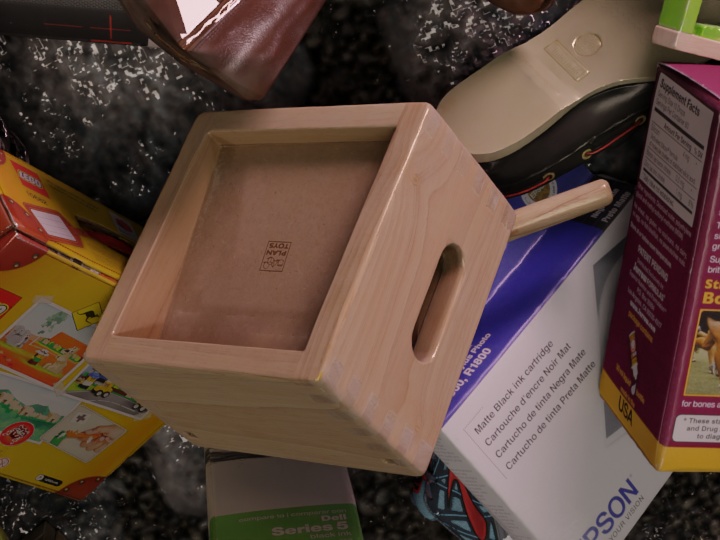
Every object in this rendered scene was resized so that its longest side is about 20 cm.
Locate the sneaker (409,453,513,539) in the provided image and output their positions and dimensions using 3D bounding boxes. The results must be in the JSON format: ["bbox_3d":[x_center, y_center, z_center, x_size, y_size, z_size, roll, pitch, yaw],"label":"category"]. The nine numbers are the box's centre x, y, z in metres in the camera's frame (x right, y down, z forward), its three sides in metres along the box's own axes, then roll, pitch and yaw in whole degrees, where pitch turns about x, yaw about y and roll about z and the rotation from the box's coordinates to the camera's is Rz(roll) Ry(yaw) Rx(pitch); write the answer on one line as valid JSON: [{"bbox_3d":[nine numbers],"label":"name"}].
[{"bbox_3d":[0.063,0.119,0.948,0.095,0.079,0.200,-22,99,28],"label":"sneaker"}]

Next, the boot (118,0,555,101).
[{"bbox_3d":[-0.010,-0.142,0.784,0.186,0.064,0.200,39,59,-7],"label":"boot"}]

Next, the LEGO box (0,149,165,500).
[{"bbox_3d":[-0.182,0.034,0.844,0.149,0.077,0.200,-42,144,12],"label":"LEGO box"}]

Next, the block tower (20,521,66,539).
[{"bbox_3d":[-0.167,0.251,0.998,0.058,0.054,0.200,-37,111,10],"label":"block tower"}]

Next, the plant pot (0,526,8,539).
[{"bbox_3d":[-0.289,0.218,0.874,0.200,0.200,0.184,26,123,-14],"label":"plant pot"}]

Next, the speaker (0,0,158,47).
[{"bbox_3d":[-0.171,-0.164,0.815,0.200,0.081,0.081,4,112,-7],"label":"speaker"}]

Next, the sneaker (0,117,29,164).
[{"bbox_3d":[-0.216,-0.072,0.828,0.079,0.074,0.200,-1,148,-17],"label":"sneaker"}]

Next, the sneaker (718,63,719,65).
[{"bbox_3d":[0.244,-0.030,0.907,0.082,0.074,0.200,-28,111,8],"label":"sneaker"}]

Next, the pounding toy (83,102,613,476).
[{"bbox_3d":[0.000,0.000,0.801,0.184,0.200,0.142,3,150,37],"label":"pounding toy"}]

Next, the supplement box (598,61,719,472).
[{"bbox_3d":[0.215,-0.001,0.815,0.131,0.103,0.200,3,110,-11],"label":"supplement box"}]

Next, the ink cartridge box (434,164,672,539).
[{"bbox_3d":[0.122,0.049,0.894,0.200,0.041,0.200,48,69,-20],"label":"ink cartridge box"}]

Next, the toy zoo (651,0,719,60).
[{"bbox_3d":[0.236,-0.206,0.819,0.131,0.020,0.200,6,105,-35],"label":"toy zoo"}]

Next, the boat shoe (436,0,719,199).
[{"bbox_3d":[0.137,-0.109,0.874,0.201,0.074,0.063,-29,149,-3],"label":"boat shoe"}]

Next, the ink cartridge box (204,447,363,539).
[{"bbox_3d":[-0.045,0.174,0.898,0.084,0.200,0.146,-5,113,-5],"label":"ink cartridge box"}]
